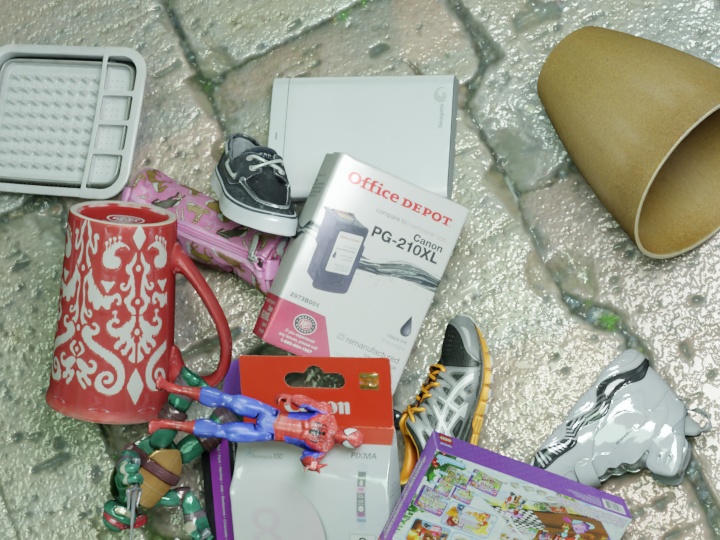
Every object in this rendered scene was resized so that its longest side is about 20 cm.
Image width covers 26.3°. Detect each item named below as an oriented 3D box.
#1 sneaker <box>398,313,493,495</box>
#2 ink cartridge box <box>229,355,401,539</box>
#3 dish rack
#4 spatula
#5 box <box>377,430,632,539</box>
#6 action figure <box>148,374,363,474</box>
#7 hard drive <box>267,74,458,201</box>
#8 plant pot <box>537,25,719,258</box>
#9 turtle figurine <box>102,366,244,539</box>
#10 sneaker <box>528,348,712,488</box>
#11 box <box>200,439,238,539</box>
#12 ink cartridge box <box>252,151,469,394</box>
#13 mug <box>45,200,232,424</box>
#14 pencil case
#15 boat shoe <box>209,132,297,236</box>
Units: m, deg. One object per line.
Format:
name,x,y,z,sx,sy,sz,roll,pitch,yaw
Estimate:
sneaker,0.078,0.139,1.497,0.077,0.078,0.201,11,80,-11
ink cartridge box,-0.045,0.186,1.470,0.162,0.057,0.201,0,106,19
dish rack,-0.329,-0.162,1.709,0.199,0.044,0.173,5,80,16
spatula,-0.050,0.133,1.574,0.199,0.021,0.057,10,98,14
box,0.129,0.241,1.416,0.199,0.039,0.137,21,111,-12
action figure,-0.094,0.140,1.411,0.199,0.099,0.066,9,87,-2
hard drive,0.001,-0.138,1.620,0.199,0.027,0.133,1,78,15
plant pot,0.267,-0.145,1.479,0.186,0.186,0.200,-46,57,2
turtle figurine,-0.196,0.200,1.511,0.101,0.150,0.200,31,86,38
sneaker,0.238,0.181,1.455,0.115,0.075,0.200,37,86,22
box,-0.060,0.220,1.544,0.199,0.036,0.144,-9,80,18
ink cartridge box,0.000,0.000,1.523,0.144,0.084,0.201,23,89,-11
mug,-0.227,0.038,1.566,0.133,0.177,0.201,31,119,60
pencil case,-0.155,-0.039,1.606,0.199,0.087,0.083,23,56,21
boat shoe,-0.104,-0.091,1.560,0.071,0.200,0.068,12,106,-19
